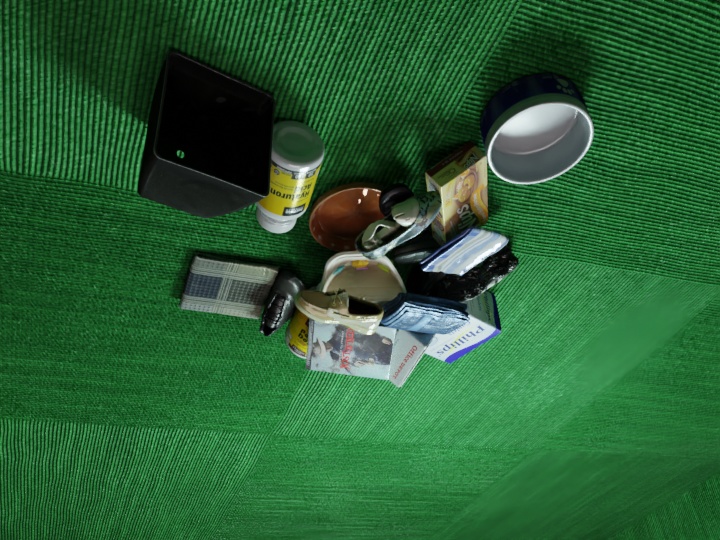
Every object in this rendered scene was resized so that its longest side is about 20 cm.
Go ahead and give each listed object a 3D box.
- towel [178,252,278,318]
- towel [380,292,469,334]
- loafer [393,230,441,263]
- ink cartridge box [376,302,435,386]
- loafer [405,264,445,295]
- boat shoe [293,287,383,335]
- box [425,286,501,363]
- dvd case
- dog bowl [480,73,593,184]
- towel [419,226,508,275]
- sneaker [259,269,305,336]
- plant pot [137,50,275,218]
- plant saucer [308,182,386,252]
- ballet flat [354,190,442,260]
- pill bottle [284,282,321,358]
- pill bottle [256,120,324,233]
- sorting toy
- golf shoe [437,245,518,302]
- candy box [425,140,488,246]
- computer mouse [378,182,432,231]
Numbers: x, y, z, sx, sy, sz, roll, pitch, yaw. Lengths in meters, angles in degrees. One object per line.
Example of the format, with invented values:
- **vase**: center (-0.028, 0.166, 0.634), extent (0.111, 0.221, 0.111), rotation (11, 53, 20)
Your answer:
- **towel**: center (-0.296, 0.034, 1.710), extent (0.195, 0.035, 0.194), rotation (10, 137, -19)
- **towel**: center (0.138, 0.100, 1.658), extent (0.196, 0.050, 0.111), rotation (10, 146, -34)
- **loafer**: center (0.158, -0.062, 1.616), extent (0.194, 0.065, 0.072), rotation (-11, 165, -10)
- **ink cartridge box**: center (0.059, 0.148, 1.768), extent (0.199, 0.083, 0.148), rotation (38, 124, 8)
- **loafer**: center (0.162, 0.015, 1.731), extent (0.070, 0.074, 0.201), rotation (5, 143, -24)
- **boat shoe**: center (-0.042, 0.072, 1.584), extent (0.196, 0.075, 0.067), rotation (17, 128, -24)
- **box**: center (0.212, 0.117, 1.847), extent (0.197, 0.107, 0.183), rotation (24, 134, -36)
- **dvd case**: center (-0.023, 0.173, 1.715), extent (0.194, 0.022, 0.149), rotation (8, 120, 1)
- **dog bowl**: center (0.320, -0.256, 1.389), extent (0.194, 0.080, 0.202), rotation (-5, 144, -3)
- **towel**: center (0.218, -0.037, 1.575), extent (0.146, 0.024, 0.198), rotation (-36, 159, 24)
- **sneaker**: center (-0.182, 0.081, 1.721), extent (0.075, 0.091, 0.202), rotation (29, 138, 7)
- **plant pot**: center (-0.271, -0.201, 1.269), extent (0.196, 0.205, 0.176), rotation (17, 149, -30)
- **plant saucer**: center (-0.010, -0.111, 1.561), extent (0.194, 0.033, 0.203), rotation (-6, 143, -4)
- **ballet flat**: center (0.066, -0.087, 1.436), extent (0.073, 0.075, 0.199), rotation (27, 125, -38)
- **pill bottle**: center (-0.101, 0.112, 1.777), extent (0.106, 0.111, 0.201), rotation (8, 141, -21)
- **pill bottle**: center (-0.138, -0.165, 1.397), extent (0.108, 0.114, 0.202), rotation (4, 143, -16)
- **sorting toy**: center (0.000, 0.000, 1.598), extent (0.194, 0.110, 0.181), rotation (-3, 162, 4)
- **golf shoe**: center (0.266, 0.021, 1.727), extent (0.196, 0.079, 0.095), rotation (-24, 168, -3)
- **candy box**: center (0.193, -0.142, 1.500), extent (0.114, 0.055, 0.202), rotation (-34, 147, -13)
- **computer mouse**: center (0.058, -0.111, 1.511), extent (0.138, 0.047, 0.200), rotation (-29, 152, 13)
